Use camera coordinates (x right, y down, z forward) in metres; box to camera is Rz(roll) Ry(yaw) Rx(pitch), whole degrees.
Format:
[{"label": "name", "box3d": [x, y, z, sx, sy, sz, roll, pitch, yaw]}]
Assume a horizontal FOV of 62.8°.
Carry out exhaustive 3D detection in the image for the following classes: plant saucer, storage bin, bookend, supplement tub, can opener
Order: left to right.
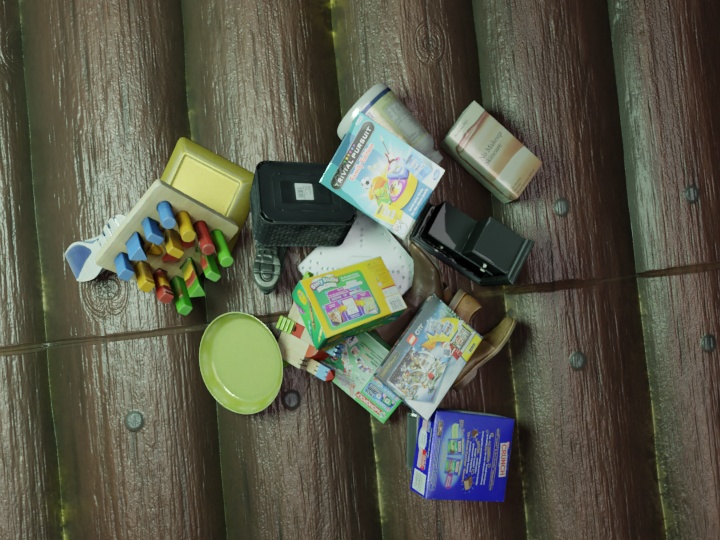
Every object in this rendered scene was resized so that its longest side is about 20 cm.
[{"label": "plant saucer", "box3d": [-0.327, -0.146, 1.213, 0.195, 0.048, 0.206, 25, 84, -5]}, {"label": "plant saucer", "box3d": [-0.235, 0.183, 1.186, 0.193, 0.031, 0.208, 3, 99, 20]}, {"label": "storage bin", "box3d": [-0.116, -0.131, 1.175, 0.193, 0.094, 0.140, 0, 65, -21]}, {"label": "supplement tub", "box3d": [0.062, -0.262, 1.215, 0.145, 0.145, 0.201, -44, 93, -6]}, {"label": "can opener", "box3d": [0.109, 0.314, 1.253, 0.064, 0.052, 0.208, -5, 86, 28]}, {"label": "bookend", "box3d": [0.218, -0.060, 1.199, 0.195, 0.200, 0.094, 32, 84, -5]}]

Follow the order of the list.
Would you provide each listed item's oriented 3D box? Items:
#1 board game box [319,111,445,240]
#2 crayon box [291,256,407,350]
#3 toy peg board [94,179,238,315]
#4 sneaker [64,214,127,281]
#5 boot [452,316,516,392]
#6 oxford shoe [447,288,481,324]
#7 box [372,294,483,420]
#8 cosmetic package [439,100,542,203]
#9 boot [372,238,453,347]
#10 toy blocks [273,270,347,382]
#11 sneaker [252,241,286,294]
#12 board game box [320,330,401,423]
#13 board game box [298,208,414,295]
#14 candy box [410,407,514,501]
[{"label": "board game box", "box3d": [0.041, -0.179, 1.128, 0.197, 0.047, 0.154, 32, 97, -2]}, {"label": "crayon box", "box3d": [-0.019, 0.059, 1.129, 0.195, 0.059, 0.121, -16, 68, -33]}, {"label": "toy peg board", "box3d": [-0.346, -0.026, 1.098, 0.200, 0.197, 0.099, -45, 50, 13]}, {"label": "sneaker", "box3d": [-0.481, -0.048, 1.177, 0.195, 0.115, 0.083, -27, 89, 23]}, {"label": "boot", "box3d": [0.251, 0.161, 1.263, 0.199, 0.074, 0.076, -44, 83, -4]}, {"label": "oxford shoe", "box3d": [0.187, 0.142, 1.237, 0.070, 0.071, 0.204, 31, 89, 14]}, {"label": "box", "box3d": [0.135, 0.171, 1.178, 0.136, 0.038, 0.202, 39, 79, -3]}, {"label": "cosmetic package", "box3d": [0.278, -0.251, 1.269, 0.198, 0.087, 0.105, 38, 85, -4]}, {"label": "boot", "box3d": [0.085, 0.062, 1.223, 0.198, 0.064, 0.189, -37, 118, -5]}, {"label": "toy blocks", "box3d": [-0.084, 0.123, 1.173, 0.134, 0.099, 0.206, 21, 87, 30]}, {"label": "sneaker", "box3d": [-0.187, -0.049, 1.218, 0.072, 0.080, 0.207, 7, 67, -1]}, {"label": "board game box", "box3d": [0.012, 0.202, 1.220, 0.198, 0.029, 0.136, 39, 109, -1]}, {"label": "board game box", "box3d": [0.000, 0.000, 1.257, 0.200, 0.026, 0.201, -43, 93, -6]}, {"label": "candy box", "box3d": [0.212, 0.379, 1.221, 0.193, 0.077, 0.176, 11, 85, -21]}]
